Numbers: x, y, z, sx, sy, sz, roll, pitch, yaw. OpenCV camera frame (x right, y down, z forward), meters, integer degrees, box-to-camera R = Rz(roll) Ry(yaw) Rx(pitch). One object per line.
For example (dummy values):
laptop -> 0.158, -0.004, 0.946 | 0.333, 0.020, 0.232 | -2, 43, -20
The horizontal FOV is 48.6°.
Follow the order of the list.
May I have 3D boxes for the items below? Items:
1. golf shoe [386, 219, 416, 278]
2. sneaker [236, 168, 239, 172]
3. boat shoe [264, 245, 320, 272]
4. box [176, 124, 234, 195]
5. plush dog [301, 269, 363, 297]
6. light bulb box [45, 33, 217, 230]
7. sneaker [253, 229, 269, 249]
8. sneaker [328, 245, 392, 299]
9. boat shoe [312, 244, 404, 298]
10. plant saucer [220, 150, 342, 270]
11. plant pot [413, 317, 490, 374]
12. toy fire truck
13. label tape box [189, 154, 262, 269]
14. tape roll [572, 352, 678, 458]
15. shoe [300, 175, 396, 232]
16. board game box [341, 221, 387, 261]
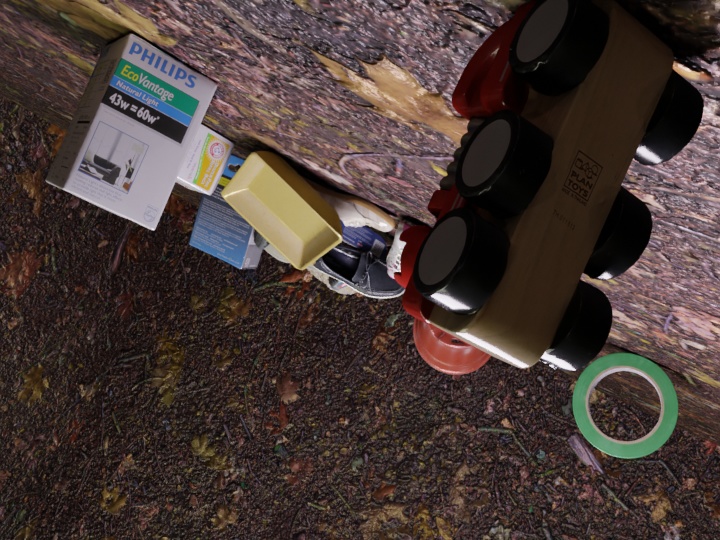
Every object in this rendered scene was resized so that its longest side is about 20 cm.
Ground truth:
golf shoe -> 0.082, -0.028, 1.348 | 0.074, 0.093, 0.200 | 26, 175, 5
sneaker -> -0.216, -0.159, 1.659 | 0.196, 0.117, 0.081 | -5, 174, 7
boat shoe -> -0.126, -0.053, 1.597 | 0.198, 0.073, 0.067 | 23, -153, 20
box -> -0.335, -0.223, 1.369 | 0.198, 0.103, 0.112 | 28, 175, -33
plush dog -> -0.059, -0.013, 1.739 | 0.199, 0.161, 0.172 | 30, -169, -36
light bulb box -> -0.303, -0.177, 1.033 | 0.124, 0.203, 0.198 | 25, 177, -29
sneaker -> -0.172, -0.122, 1.480 | 0.081, 0.073, 0.201 | 33, 137, 7
sneaker -> 0.027, 0.019, 1.609 | 0.197, 0.097, 0.079 | -17, -159, -28
boat shoe -> 0.000, 0.000, 1.507 | 0.197, 0.076, 0.062 | 22, 170, -10
plant saucer -> -0.126, -0.107, 1.345 | 0.200, 0.049, 0.200 | 44, 152, -8
plant pot -> 0.212, 0.113, 1.744 | 0.198, 0.203, 0.195 | 24, 169, 10
toy fire truck -> 0.081, -0.045, 0.466 | 0.127, 0.178, 0.199 | 26, 177, -25
label tape box -> -0.246, -0.122, 1.578 | 0.143, 0.203, 0.063 | 23, -168, 25
tape roll -> 0.521, 0.266, 1.572 | 0.198, 0.203, 0.048 | 23, 177, 24
shoe -> -0.031, -0.102, 1.357 | 0.198, 0.054, 0.070 | 25, 176, 21
board game box -> -0.068, -0.101, 1.561 | 0.198, 0.062, 0.199 | 24, 176, 44
